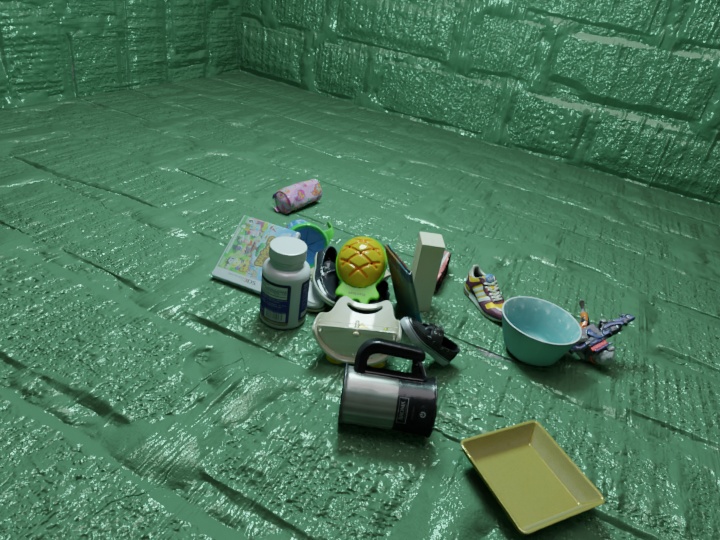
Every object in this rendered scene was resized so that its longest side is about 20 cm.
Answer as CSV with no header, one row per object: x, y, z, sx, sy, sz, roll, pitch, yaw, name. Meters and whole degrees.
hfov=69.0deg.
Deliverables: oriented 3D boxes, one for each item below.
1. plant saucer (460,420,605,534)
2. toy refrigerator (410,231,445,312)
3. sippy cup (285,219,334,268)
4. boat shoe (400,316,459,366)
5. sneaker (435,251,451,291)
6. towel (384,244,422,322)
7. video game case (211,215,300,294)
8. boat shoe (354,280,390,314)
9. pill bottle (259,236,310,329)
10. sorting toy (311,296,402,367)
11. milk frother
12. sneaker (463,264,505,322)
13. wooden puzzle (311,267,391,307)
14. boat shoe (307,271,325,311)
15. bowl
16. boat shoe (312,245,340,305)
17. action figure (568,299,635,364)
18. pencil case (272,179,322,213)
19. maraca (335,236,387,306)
0.310,0.386,0.973,0.197,0.049,0.200,-5,33,-25,plant saucer
0.176,0.006,1.419,0.069,0.203,0.076,7,29,-4,toy refrigerator
-0.173,-0.089,1.554,0.175,0.142,0.130,9,18,-20,sippy cup
0.165,0.153,1.196,0.200,0.066,0.070,42,16,-35,boat shoe
0.220,-0.014,1.593,0.085,0.075,0.200,17,31,15,sneaker
0.113,0.046,1.342,0.021,0.202,0.147,-23,39,-11,towel
-0.283,-0.043,1.431,0.179,0.022,0.202,17,65,13,video game case
0.032,0.087,1.373,0.074,0.067,0.199,22,32,19,boat shoe
-0.182,0.028,1.272,0.117,0.203,0.120,8,30,-4,pill bottle
0.002,0.124,1.228,0.196,0.108,0.181,5,37,7,sorting toy
0.055,0.237,1.089,0.184,0.184,0.200,10,-13,-1,milk frother
0.365,0.063,1.489,0.074,0.091,0.200,-8,34,-28,sneaker
-0.036,0.002,1.459,0.183,0.038,0.200,-28,40,-12,wooden puzzle
-0.157,0.035,1.400,0.074,0.069,0.200,-13,38,-34,boat shoe
0.442,0.164,1.329,0.197,0.107,0.202,8,31,-5,bowl
-0.084,0.009,1.388,0.074,0.062,0.202,34,31,-30,boat shoe
0.615,0.168,1.384,0.197,0.106,0.195,-20,39,0,action figure
-0.223,-0.265,1.874,0.086,0.089,0.199,25,34,24,pencil case
0.000,0.000,1.357,0.134,0.107,0.203,4,62,8,maraca
